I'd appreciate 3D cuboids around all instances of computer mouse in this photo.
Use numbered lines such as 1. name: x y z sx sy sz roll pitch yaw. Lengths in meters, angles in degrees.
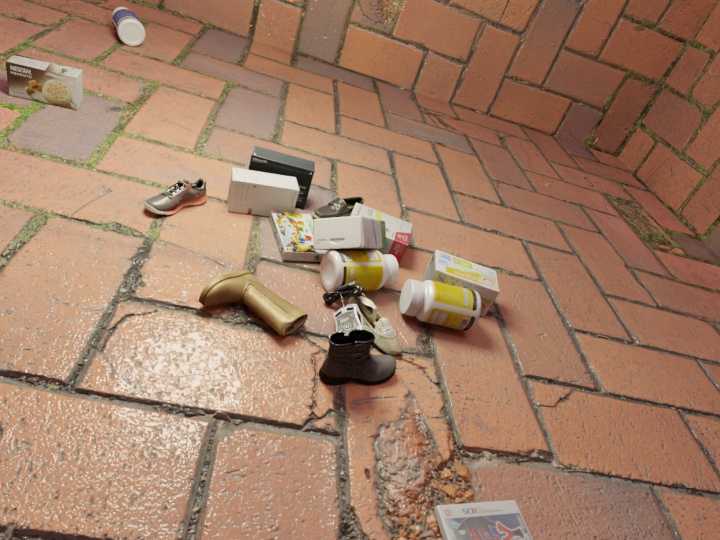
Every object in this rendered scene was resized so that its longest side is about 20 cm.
1. computer mouse: -0.031 0.121 1.263 0.109 0.044 0.201 -22 48 11

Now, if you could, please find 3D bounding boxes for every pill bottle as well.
1. pill bottle: 0.000 0.000 1.398 0.199 0.113 0.113 -1 41 -30
2. pill bottle: 0.214 0.090 1.392 0.198 0.115 0.115 13 35 -13
3. pill bottle: -1.045 -1.099 2.301 0.115 0.116 0.200 -7 44 -35

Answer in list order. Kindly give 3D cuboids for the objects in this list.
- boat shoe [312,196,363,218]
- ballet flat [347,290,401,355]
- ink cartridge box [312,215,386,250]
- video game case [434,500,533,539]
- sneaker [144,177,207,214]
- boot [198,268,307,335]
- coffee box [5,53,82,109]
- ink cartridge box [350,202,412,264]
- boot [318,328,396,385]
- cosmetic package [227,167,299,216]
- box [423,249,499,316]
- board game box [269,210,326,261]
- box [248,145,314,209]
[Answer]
1. boat shoe: -0.071 -0.209 1.680 0.199 0.065 0.073 -19 53 -42
2. ballet flat: 0.035 0.128 1.290 0.067 0.063 0.200 -17 50 -42
3. ink cartridge box: -0.026 -0.099 1.421 0.144 0.085 0.200 -2 0 21
4. video game case: 0.244 0.516 0.919 0.181 0.023 0.201 6 38 -21
5. sneaker: -0.516 -0.220 1.440 0.077 0.082 0.200 34 36 17
6. boot: -0.247 0.083 1.197 0.199 0.066 0.175 36 37 18
7. coffee box: -1.018 -0.610 1.663 0.198 0.115 0.080 9 37 -18
8. ink cartridge box: 0.052 -0.117 1.608 0.199 0.084 0.146 20 34 -1
9. boot: 0.012 0.188 1.135 0.199 0.132 0.070 -3 41 -31
10. cosmetic package: -0.295 -0.231 1.551 0.198 0.113 0.081 5 37 -19
11. box: 0.295 0.038 1.516 0.199 0.102 0.113 19 34 -5
12. board game box: -0.185 -0.101 1.501 0.125 0.035 0.201 2 39 -27
13. box: -0.257 -0.295 1.629 0.198 0.142 0.079 13 36 -14
